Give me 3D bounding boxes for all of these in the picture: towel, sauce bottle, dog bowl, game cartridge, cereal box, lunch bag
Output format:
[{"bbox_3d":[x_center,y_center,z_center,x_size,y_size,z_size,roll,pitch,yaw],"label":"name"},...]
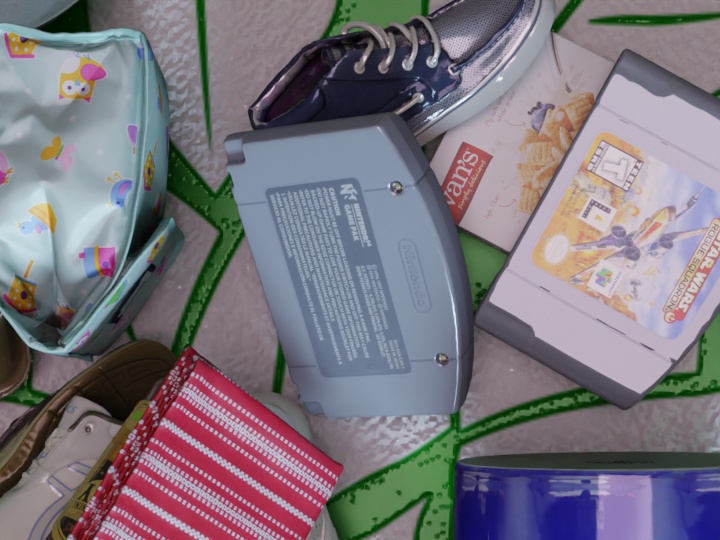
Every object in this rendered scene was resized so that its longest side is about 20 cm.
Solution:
[{"bbox_3d":[-0.099,0.164,0.806,0.145,0.022,0.200,43,66,-33],"label":"towel"},{"bbox_3d":[-0.148,0.158,0.821,0.065,0.065,0.200,29,66,6],"label":"sauce bottle"},{"bbox_3d":[0.155,0.152,0.835,0.199,0.200,0.079,-1,85,5],"label":"dog bowl"},{"bbox_3d":[0.175,-0.021,0.883,0.133,0.042,0.200,29,94,10],"label":"game cartridge"},{"bbox_3d":[0.152,-0.062,0.923,0.199,0.040,0.144,27,91,6],"label":"cereal box"},{"bbox_3d":[0.000,0.000,0.882,0.133,0.040,0.201,-2,116,29],"label":"game cartridge"},{"bbox_3d":[-0.176,-0.042,0.886,0.121,0.170,0.201,0,87,-4],"label":"lunch bag"}]

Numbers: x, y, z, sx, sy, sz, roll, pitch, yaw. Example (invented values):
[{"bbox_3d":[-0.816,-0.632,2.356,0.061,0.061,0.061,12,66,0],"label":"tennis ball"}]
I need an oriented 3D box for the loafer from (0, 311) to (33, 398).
[{"bbox_3d":[-0.257,0.027,0.886,0.076,0.200,0.068,-20,51,-8],"label":"loafer"}]

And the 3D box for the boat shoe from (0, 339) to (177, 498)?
[{"bbox_3d":[-0.207,0.118,0.935,0.201,0.066,0.072,-48,123,-9],"label":"boat shoe"}]

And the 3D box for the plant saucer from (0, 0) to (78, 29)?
[{"bbox_3d":[-0.259,-0.204,0.936,0.200,0.039,0.202,-1,53,2],"label":"plant saucer"}]

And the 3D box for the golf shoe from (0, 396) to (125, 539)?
[{"bbox_3d":[-0.187,0.131,0.881,0.199,0.078,0.098,-15,94,-30],"label":"golf shoe"}]

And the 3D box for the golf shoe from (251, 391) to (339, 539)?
[{"bbox_3d":[-0.048,0.179,0.908,0.075,0.092,0.201,-21,88,3],"label":"golf shoe"}]

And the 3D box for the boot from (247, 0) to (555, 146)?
[{"bbox_3d":[0.026,-0.130,0.889,0.200,0.090,0.073,-40,47,14],"label":"boot"}]
